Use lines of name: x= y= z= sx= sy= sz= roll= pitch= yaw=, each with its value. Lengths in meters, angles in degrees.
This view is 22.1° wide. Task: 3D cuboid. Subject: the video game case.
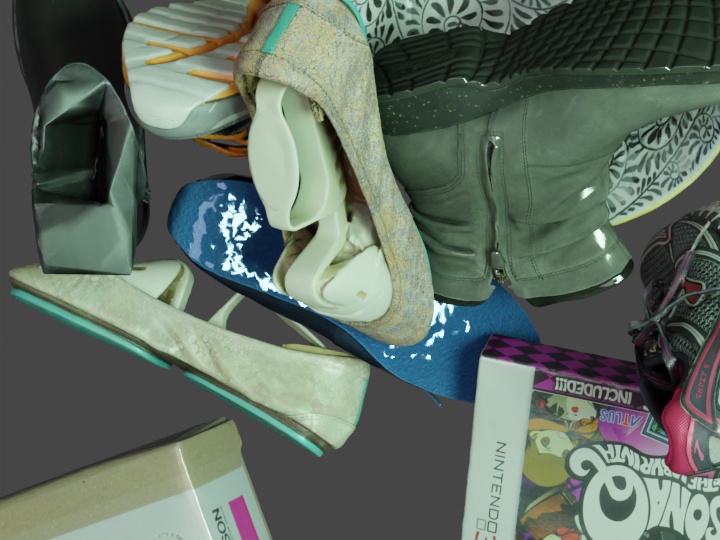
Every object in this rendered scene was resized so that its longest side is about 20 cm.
video game case: x=0.146 y=0.136 z=0.890 sx=0.199 sy=0.036 sz=0.182 roll=11 pitch=113 yaw=16

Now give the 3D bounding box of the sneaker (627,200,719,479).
sneaker: x=0.152 y=0.026 z=0.817 sx=0.074 sy=0.200 sz=0.081 roll=-10 pitch=110 yaw=0

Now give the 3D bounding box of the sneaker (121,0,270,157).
sneaker: x=-0.059 y=-0.088 z=0.875 sx=0.078 sy=0.200 sz=0.078 roll=15 pitch=111 yaw=11

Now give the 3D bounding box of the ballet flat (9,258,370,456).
ballet flat: x=-0.086 y=0.029 z=0.966 sx=0.199 sy=0.067 sz=0.063 roll=27 pitch=82 yaw=7

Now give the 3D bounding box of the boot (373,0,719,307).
boot: x=0.100 y=-0.049 z=0.819 sx=0.199 sy=0.068 sz=0.131 roll=-6 pitch=126 yaw=31

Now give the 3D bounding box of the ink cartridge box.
ink cartridge box: x=-0.117 y=0.200 z=0.976 sx=0.164 sy=0.075 sz=0.201 roll=-21 pitch=88 yaw=19

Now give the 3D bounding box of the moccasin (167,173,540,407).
moccasin: x=0.000 y=0.000 z=0.922 sx=0.199 sy=0.068 sz=0.081 roll=31 pitch=89 yaw=-11

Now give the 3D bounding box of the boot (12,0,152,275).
boot: x=-0.138 y=-0.081 z=0.889 sx=0.065 sy=0.200 sz=0.166 roll=-14 pitch=94 yaw=-1

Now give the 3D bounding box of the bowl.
bowl: x=0.087 y=-0.126 z=0.861 sx=0.199 sy=0.094 sz=0.202 roll=9 pitch=125 yaw=14

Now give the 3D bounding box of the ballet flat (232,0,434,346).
ballet flat: x=-0.017 y=-0.027 z=0.811 sx=0.068 sy=0.067 sz=0.201 roll=7 pitch=133 yaw=30
